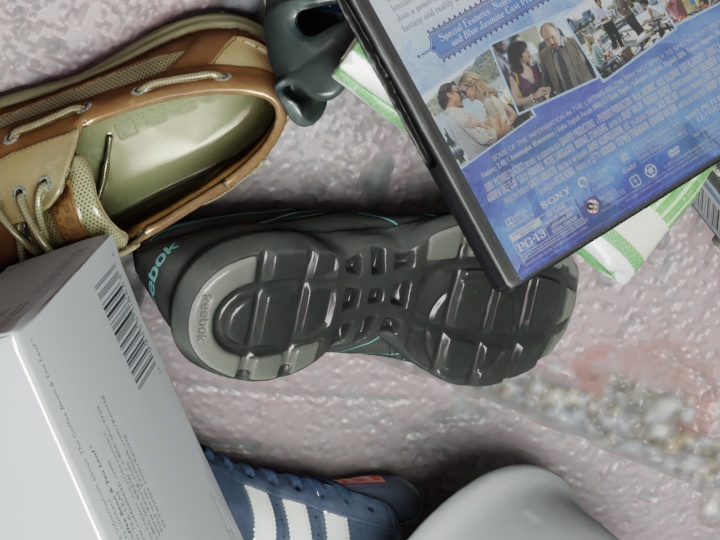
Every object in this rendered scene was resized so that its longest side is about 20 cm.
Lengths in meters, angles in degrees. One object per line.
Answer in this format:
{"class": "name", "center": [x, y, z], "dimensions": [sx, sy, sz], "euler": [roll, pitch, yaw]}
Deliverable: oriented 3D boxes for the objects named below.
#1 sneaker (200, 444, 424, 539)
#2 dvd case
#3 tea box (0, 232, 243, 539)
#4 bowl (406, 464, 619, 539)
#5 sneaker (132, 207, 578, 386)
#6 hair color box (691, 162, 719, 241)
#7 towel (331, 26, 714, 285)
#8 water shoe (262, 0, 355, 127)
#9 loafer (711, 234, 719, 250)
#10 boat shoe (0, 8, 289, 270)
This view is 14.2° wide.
{"class": "sneaker", "center": [-0.028, 0.104, 1.210], "dimensions": [0.200, 0.075, 0.085], "euler": [43, 80, -20]}
{"class": "dvd case", "center": [0.060, -0.112, 1.059], "dimensions": [0.142, 0.018, 0.201], "euler": [-31, 96, -20]}
{"class": "tea box", "center": [-0.154, 0.122, 1.077], "dimensions": [0.196, 0.134, 0.201], "euler": [-19, 102, 15]}
{"class": "bowl", "center": [0.071, 0.189, 1.189], "dimensions": [0.201, 0.090, 0.202], "euler": [-35, 136, -42]}
{"class": "sneaker", "center": [0.000, 0.000, 1.169], "dimensions": [0.199, 0.079, 0.076], "euler": [3, 108, -34]}
{"class": "hair color box", "center": [0.221, -0.078, 1.144], "dimensions": [0.199, 0.061, 0.099], "euler": [-36, 74, -5]}
{"class": "towel", "center": [0.094, -0.115, 1.095], "dimensions": [0.152, 0.023, 0.201], "euler": [35, 73, -13]}
{"class": "water shoe", "center": [0.057, -0.083, 1.126], "dimensions": [0.198, 0.072, 0.080], "euler": [3, 73, -14]}
{"class": "loafer", "center": [0.223, 0.026, 1.227], "dimensions": [0.070, 0.075, 0.200], "euler": [-40, 105, 12]}
{"class": "boat shoe", "center": [-0.115, -0.035, 1.125], "dimensions": [0.199, 0.074, 0.076], "euler": [-32, 114, 2]}
